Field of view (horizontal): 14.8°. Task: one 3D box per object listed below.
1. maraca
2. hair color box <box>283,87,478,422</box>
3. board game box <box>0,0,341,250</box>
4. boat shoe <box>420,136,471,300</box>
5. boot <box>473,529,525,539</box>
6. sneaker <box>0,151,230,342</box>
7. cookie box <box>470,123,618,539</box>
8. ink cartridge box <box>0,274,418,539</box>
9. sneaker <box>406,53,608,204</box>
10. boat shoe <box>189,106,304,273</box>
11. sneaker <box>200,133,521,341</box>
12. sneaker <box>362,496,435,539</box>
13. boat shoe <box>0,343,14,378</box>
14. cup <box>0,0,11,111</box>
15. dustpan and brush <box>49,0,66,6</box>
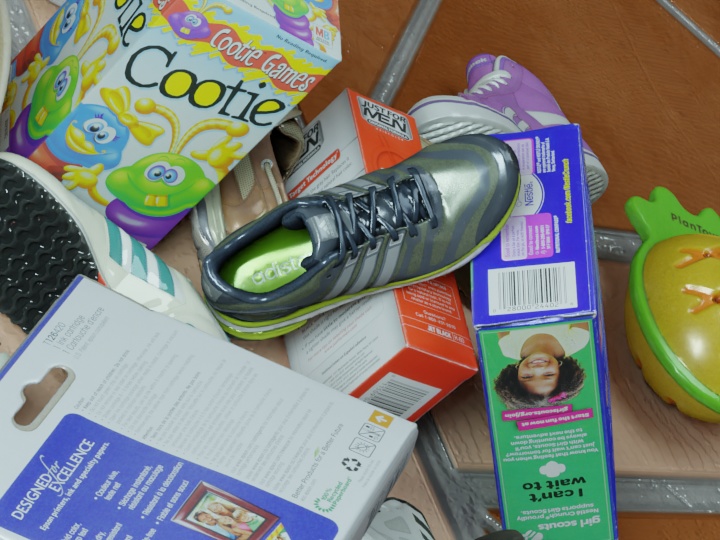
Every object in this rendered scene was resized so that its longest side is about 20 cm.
[{"bbox_3d":[0.238,0.023,1.915,0.137,0.107,0.200,25,39,-29],"label":"maraca"},{"bbox_3d":[0.000,0.000,1.679,0.061,0.102,0.200,20,43,-37],"label":"hair color box"},{"bbox_3d":[-0.113,-0.114,1.580,0.105,0.200,0.103,26,39,-28],"label":"board game box"},{"bbox_3d":[0.057,-0.039,1.819,0.200,0.071,0.065,42,27,-23],"label":"boat shoe"},{"bbox_3d":[0.068,0.233,1.564,0.075,0.074,0.200,52,33,-29],"label":"boot"},{"bbox_3d":[-0.143,0.011,1.554,0.200,0.070,0.093,44,16,-1],"label":"sneaker"},{"bbox_3d":[0.111,0.043,1.682,0.171,0.075,0.200,-89,171,-47],"label":"cookie box"},{"bbox_3d":[-0.097,0.105,1.398,0.200,0.047,0.198,21,39,11],"label":"ink cartridge box"},{"bbox_3d":[0.079,-0.104,1.911,0.200,0.073,0.114,18,39,-52],"label":"sneaker"},{"bbox_3d":[-0.068,-0.078,1.689,0.076,0.072,0.200,77,6,-57],"label":"boat shoe"},{"bbox_3d":[-0.002,-0.019,1.567,0.074,0.200,0.081,63,5,11],"label":"sneaker"},{"bbox_3d":[-0.025,0.150,1.524,0.200,0.076,0.115,37,14,-14],"label":"sneaker"},{"bbox_3d":[-0.250,0.059,1.372,0.061,0.072,0.201,51,26,12],"label":"boat shoe"},{"bbox_3d":[-0.290,-0.091,1.395,0.143,0.200,0.200,27,29,17],"label":"cup"},{"bbox_3d":[-0.201,-0.215,1.711,0.200,0.057,0.140,-6,61,-51],"label":"dustpan and brush"}]
